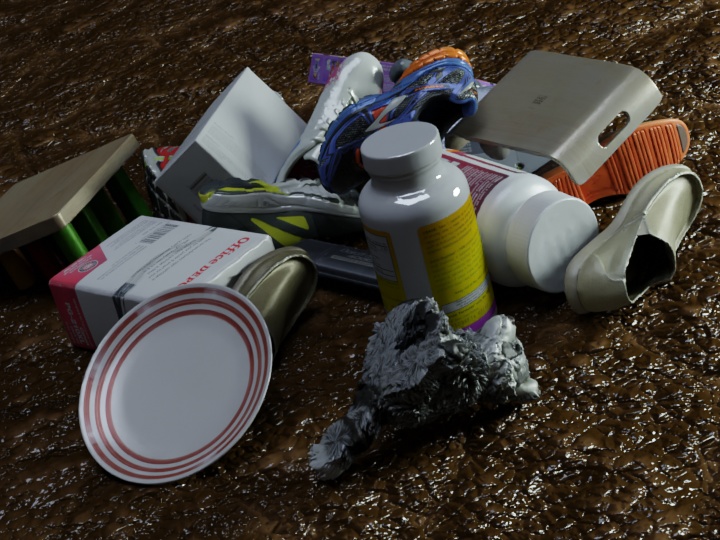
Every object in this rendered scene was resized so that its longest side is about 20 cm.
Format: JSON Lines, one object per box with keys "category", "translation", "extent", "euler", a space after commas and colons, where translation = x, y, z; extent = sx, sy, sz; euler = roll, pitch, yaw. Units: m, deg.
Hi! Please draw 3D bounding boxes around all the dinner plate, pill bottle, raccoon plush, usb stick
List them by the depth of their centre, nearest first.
{"category": "raccoon plush", "translation": [0.057, 0.111, 1.395], "extent": [0.200, 0.134, 0.097], "euler": [-43, 39, 16]}
{"category": "dinner plate", "translation": [-0.166, 0.104, 1.479], "extent": [0.198, 0.024, 0.202], "euler": [-12, 58, 19]}
{"category": "pill bottle", "translation": [0.058, -0.030, 1.486], "extent": [0.103, 0.202, 0.105], "euler": [-12, 27, 6]}
{"category": "pill bottle", "translation": [0.132, -0.047, 1.579], "extent": [0.109, 0.111, 0.199], "euler": [-29, 30, -25]}
{"category": "usb stick", "translation": [0.000, 0.000, 1.648], "extent": [0.199, 0.033, 0.055], "euler": [12, 31, 43]}

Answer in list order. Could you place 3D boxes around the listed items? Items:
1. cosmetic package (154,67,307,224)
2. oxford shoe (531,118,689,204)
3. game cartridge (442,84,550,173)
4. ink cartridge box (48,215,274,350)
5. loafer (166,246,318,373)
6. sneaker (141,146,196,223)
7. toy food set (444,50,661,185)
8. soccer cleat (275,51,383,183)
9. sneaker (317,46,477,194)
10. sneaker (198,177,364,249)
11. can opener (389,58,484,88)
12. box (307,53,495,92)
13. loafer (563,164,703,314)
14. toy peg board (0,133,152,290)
{"category": "cosmetic package", "translation": [-0.145, -0.136, 1.873], "extent": [0.085, 0.108, 0.200], "euler": [-41, 12, 31]}
{"category": "oxford shoe", "translation": [0.246, -0.112, 1.684], "extent": [0.198, 0.072, 0.073], "euler": [-22, 24, -11]}
{"category": "game cartridge", "translation": [0.108, -0.135, 1.763], "extent": [0.197, 0.041, 0.134], "euler": [-6, 54, 0]}
{"category": "ink cartridge box", "translation": [-0.194, 0.021, 1.653], "extent": [0.198, 0.085, 0.145], "euler": [9, 36, 41]}
{"category": "loafer", "translation": [-0.100, 0.054, 1.563], "extent": [0.067, 0.077, 0.200], "euler": [12, 48, 41]}
{"category": "sneaker", "translation": [-0.209, -0.107, 1.916], "extent": [0.084, 0.078, 0.200], "euler": [-13, 28, -9]}
{"category": "toy food set", "translation": [0.196, -0.153, 1.678], "extent": [0.143, 0.061, 0.199], "euler": [-44, 36, -22]}
{"category": "soccer cleat", "translation": [-0.030, -0.149, 1.807], "extent": [0.202, 0.069, 0.086], "euler": [-61, 7, 3]}
{"category": "sneaker", "translation": [0.038, -0.146, 1.676], "extent": [0.200, 0.075, 0.079], "euler": [-40, 46, 12]}
{"category": "sneaker", "translation": [-0.078, -0.051, 1.747], "extent": [0.197, 0.086, 0.075], "euler": [4, 21, -8]}
{"category": "can opener", "translation": [0.127, -0.201, 1.836], "extent": [0.198, 0.067, 0.053], "euler": [11, 49, -23]}
{"category": "box", "translation": [0.052, -0.226, 1.960], "extent": [0.136, 0.040, 0.199], "euler": [5, 7, -45]}
{"category": "loafer", "translation": [0.268, -0.024, 1.511], "extent": [0.068, 0.076, 0.200], "euler": [14, 49, 42]}
{"category": "toy peg board", "translation": [-0.352, -0.043, 1.877], "extent": [0.198, 0.098, 0.200], "euler": [-19, 22, 30]}
